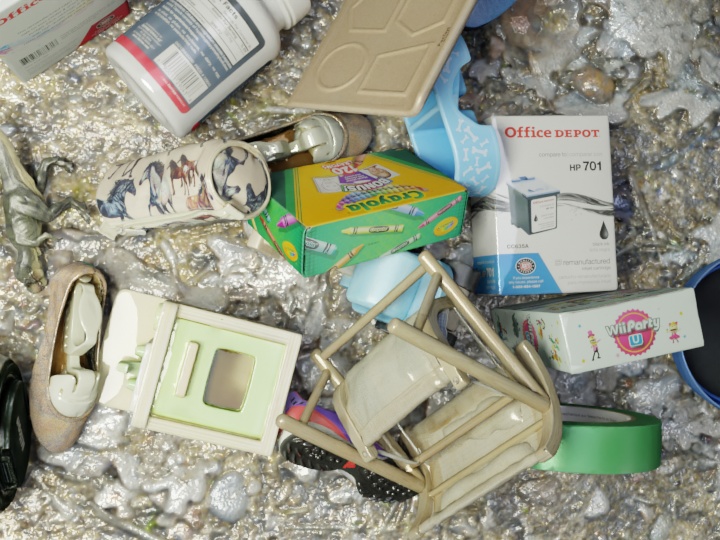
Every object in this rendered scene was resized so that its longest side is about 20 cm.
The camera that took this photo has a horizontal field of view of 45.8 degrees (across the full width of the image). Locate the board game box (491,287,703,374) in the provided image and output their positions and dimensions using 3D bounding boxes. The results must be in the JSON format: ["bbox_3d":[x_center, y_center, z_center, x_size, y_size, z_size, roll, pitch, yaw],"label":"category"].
[{"bbox_3d":[0.247,0.060,0.926,0.147,0.200,0.065,-10,90,-10],"label":"board game box"}]

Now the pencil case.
[{"bbox_3d":[-0.180,-0.078,0.857,0.078,0.200,0.090,30,64,-46],"label":"pencil case"}]

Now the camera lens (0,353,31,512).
[{"bbox_3d":[-0.430,0.159,0.818,0.199,0.160,0.161,0,89,-11],"label":"camera lens"}]

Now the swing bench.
[{"bbox_3d":[0.062,0.128,0.838,0.200,0.130,0.199,41,125,-9],"label":"swing bench"}]

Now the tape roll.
[{"bbox_3d":[0.219,0.176,0.918,0.200,0.200,0.048,4,88,-10],"label":"tape roll"}]

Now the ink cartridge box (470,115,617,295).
[{"bbox_3d":[0.207,-0.073,0.981,0.146,0.086,0.201,-3,90,-10],"label":"ink cartridge box"}]

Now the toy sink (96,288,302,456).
[{"bbox_3d":[-0.176,0.103,0.891,0.199,0.112,0.131,16,86,-10],"label":"toy sink"}]

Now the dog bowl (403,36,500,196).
[{"bbox_3d":[0.089,-0.172,0.939,0.049,0.111,0.201,-16,87,-20],"label":"dog bowl"}]

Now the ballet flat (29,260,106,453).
[{"bbox_3d":[-0.296,0.088,0.878,0.068,0.067,0.201,7,82,-47],"label":"ballet flat"}]

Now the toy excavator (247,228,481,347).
[{"bbox_3d":[0.000,0.000,0.925,0.200,0.194,0.100,27,84,-37],"label":"toy excavator"}]

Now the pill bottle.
[{"bbox_3d":[-0.155,-0.247,0.900,0.200,0.120,0.120,-43,96,-9],"label":"pill bottle"}]

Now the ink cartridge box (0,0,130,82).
[{"bbox_3d":[-0.330,-0.301,0.827,0.145,0.200,0.145,-36,95,-10],"label":"ink cartridge box"}]

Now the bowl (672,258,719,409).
[{"bbox_3d":[0.474,0.077,1.050,0.200,0.039,0.201,0,89,-10],"label":"bowl"}]

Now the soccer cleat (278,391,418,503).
[{"bbox_3d":[-0.007,0.195,0.938,0.200,0.073,0.068,30,119,-30],"label":"soccer cleat"}]

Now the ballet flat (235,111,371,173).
[{"bbox_3d":[-0.076,-0.131,0.930,0.199,0.067,0.068,-20,89,-11],"label":"ballet flat"}]

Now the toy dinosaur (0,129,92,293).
[{"bbox_3d":[-0.337,-0.077,0.890,0.088,0.047,0.201,-18,102,-29],"label":"toy dinosaur"}]

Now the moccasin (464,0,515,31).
[{"bbox_3d":[0.167,-0.357,0.990,0.080,0.068,0.200,40,83,-15],"label":"moccasin"}]

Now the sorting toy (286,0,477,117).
[{"bbox_3d":[0.030,-0.238,0.898,0.036,0.200,0.186,42,68,-42],"label":"sorting toy"}]

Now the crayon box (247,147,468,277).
[{"bbox_3d":[-0.003,-0.066,0.887,0.200,0.119,0.058,-15,127,-31],"label":"crayon box"}]
